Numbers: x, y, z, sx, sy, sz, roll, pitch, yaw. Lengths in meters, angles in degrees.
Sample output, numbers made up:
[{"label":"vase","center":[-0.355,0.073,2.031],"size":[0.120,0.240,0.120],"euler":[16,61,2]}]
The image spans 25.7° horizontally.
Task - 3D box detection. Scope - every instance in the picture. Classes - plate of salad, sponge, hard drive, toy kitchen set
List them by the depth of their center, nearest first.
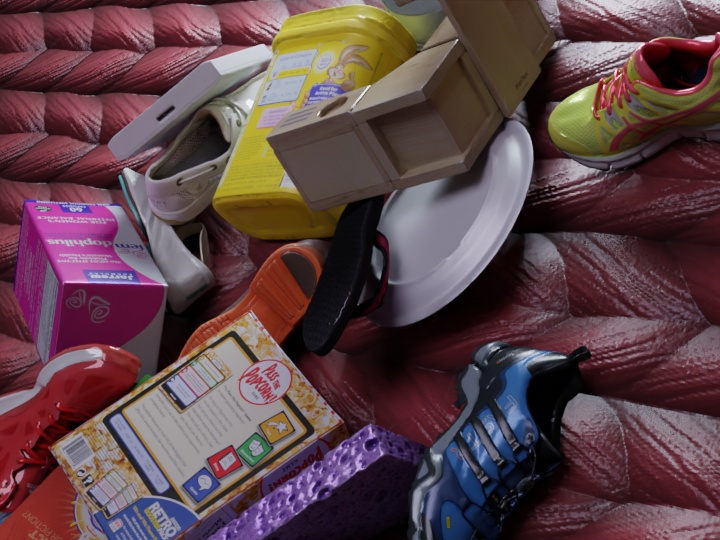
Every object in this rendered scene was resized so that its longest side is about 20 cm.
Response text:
[{"label":"sponge","center":[-0.036,0.186,1.152],"size":[0.199,0.111,0.030],"euler":[-37,58,16]},{"label":"plate of salad","center":[0.073,-0.036,1.284],"size":[0.200,0.048,0.201],"euler":[-39,31,28]},{"label":"toy kitchen set","center":[0.027,-0.188,1.318],"size":[0.179,0.164,0.201],"euler":[-13,29,41]},{"label":"hard drive","center":[-0.163,-0.168,1.551],"size":[0.131,0.026,0.200],"euler":[-37,3,16]}]

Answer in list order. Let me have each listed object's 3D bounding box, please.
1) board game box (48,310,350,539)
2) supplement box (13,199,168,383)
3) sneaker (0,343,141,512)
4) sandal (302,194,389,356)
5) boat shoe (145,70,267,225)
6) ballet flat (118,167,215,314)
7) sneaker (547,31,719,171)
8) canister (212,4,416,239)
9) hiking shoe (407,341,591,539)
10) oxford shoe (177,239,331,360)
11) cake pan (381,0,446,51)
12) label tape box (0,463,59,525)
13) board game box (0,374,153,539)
[{"label":"board game box","center":[-0.126,0.141,1.244],"size":[0.199,0.047,0.152],"euler":[-34,49,-12]},{"label":"supplement box","center":[-0.256,0.018,1.475],"size":[0.200,0.100,0.105],"euler":[-130,47,-56]},{"label":"sneaker","center":[-0.260,0.148,1.350],"size":[0.199,0.078,0.117],"euler":[-32,47,37]},{"label":"sandal","center":[0.000,0.000,1.272],"size":[0.075,0.045,0.201],"euler":[-42,18,32]},{"label":"boat shoe","center":[-0.130,-0.132,1.512],"size":[0.070,0.070,0.200],"euler":[30,66,25]},{"label":"ballet flat","center":[-0.183,-0.037,1.534],"size":[0.069,0.069,0.201],"euler":[-39,43,12]},{"label":"sneaker","center":[0.219,-0.139,1.192],"size":[0.198,0.090,0.079],"euler":[-12,52,40]},{"label":"canister","center":[-0.044,-0.133,1.450],"size":[0.147,0.086,0.202],"euler":[-1,59,44]},{"label":"hiking shoe","center":[0.094,0.135,1.097],"size":[0.086,0.074,0.202],"euler":[-6,55,42]},{"label":"oxford shoe","center":[-0.088,0.052,1.369],"size":[0.200,0.071,0.073],"euler":[-44,-5,23]},{"label":"cake pan","center":[0.095,-0.299,1.490],"size":[0.199,0.037,0.202],"euler":[-26,44,27]},{"label":"label tape box","center":[-0.268,0.207,1.403],"size":[0.142,0.066,0.201],"euler":[-33,38,17]},{"label":"board game box","center":[-0.186,0.197,1.275],"size":[0.152,0.041,0.200],"euler":[27,63,34]}]
